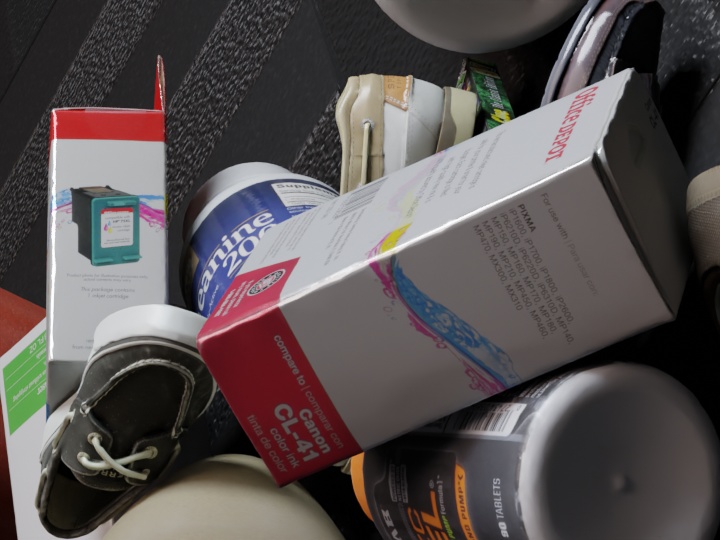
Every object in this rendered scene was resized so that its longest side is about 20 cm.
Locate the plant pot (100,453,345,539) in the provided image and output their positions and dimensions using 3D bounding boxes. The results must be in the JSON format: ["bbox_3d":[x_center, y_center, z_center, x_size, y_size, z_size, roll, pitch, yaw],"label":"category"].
[{"bbox_3d":[-0.071,0.181,1.299,0.188,0.187,0.200,-60,10,18],"label":"plant pot"}]

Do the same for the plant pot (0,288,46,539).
[{"bbox_3d":[-0.246,0.100,1.669,0.201,0.195,0.201,-45,33,41],"label":"plant pot"}]

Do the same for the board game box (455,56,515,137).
[{"bbox_3d":[0.054,-0.040,1.290,0.200,0.023,0.105,-95,20,-74],"label":"board game box"}]

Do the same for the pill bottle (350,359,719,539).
[{"bbox_3d":[0.069,0.093,1.137,0.200,0.106,0.107,-4,67,64],"label":"pill bottle"}]

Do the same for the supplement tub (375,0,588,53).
[{"bbox_3d":[0.053,-0.227,1.378,0.146,0.145,0.200,-57,27,24],"label":"supplement tub"}]

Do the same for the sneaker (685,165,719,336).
[{"bbox_3d":[0.206,-0.021,1.018,0.200,0.070,0.076,154,115,-62],"label":"sneaker"}]

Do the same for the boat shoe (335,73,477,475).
[{"bbox_3d":[0.000,0.000,1.249,0.075,0.068,0.201,-127,51,-83],"label":"boat shoe"}]

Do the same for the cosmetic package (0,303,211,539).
[{"bbox_3d":[-0.145,0.125,1.478,0.108,0.085,0.201,-39,50,40],"label":"cosmetic package"}]

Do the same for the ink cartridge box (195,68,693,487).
[{"bbox_3d":[0.043,0.001,1.116,0.200,0.086,0.148,-22,13,20],"label":"ink cartridge box"}]

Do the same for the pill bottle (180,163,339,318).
[{"bbox_3d":[-0.038,0.013,1.395,0.111,0.111,0.200,-62,25,14],"label":"pill bottle"}]

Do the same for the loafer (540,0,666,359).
[{"bbox_3d":[0.117,-0.036,1.208,0.063,0.072,0.201,19,92,36],"label":"loafer"}]

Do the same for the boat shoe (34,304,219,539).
[{"bbox_3d":[-0.121,0.084,1.302,0.200,0.071,0.064,127,157,-55],"label":"boat shoe"}]

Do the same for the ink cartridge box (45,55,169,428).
[{"bbox_3d":[-0.143,-0.011,1.414,0.116,0.067,0.201,103,166,-60],"label":"ink cartridge box"}]
